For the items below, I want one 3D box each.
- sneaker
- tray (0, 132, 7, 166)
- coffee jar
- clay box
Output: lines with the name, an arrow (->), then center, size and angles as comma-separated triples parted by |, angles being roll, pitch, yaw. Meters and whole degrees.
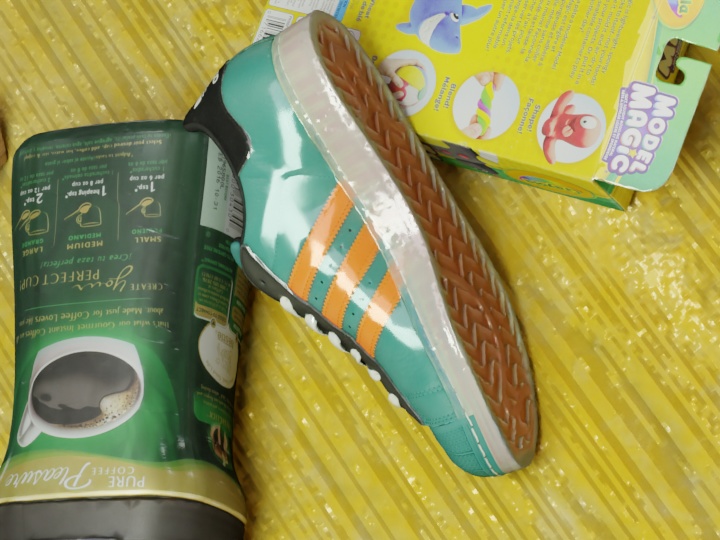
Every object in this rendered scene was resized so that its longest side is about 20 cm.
sneaker -> 0.000, 0.000, 1.121 | 0.080, 0.071, 0.200 | -29, 87, 24
tray -> -0.240, -0.015, 1.190 | 0.099, 0.200, 0.037 | -1, 116, 23
coffee jar -> -0.097, 0.043, 1.155 | 0.104, 0.085, 0.200 | -4, 71, 20
clay box -> 0.059, -0.099, 1.155 | 0.200, 0.048, 0.115 | 17, 81, 26
